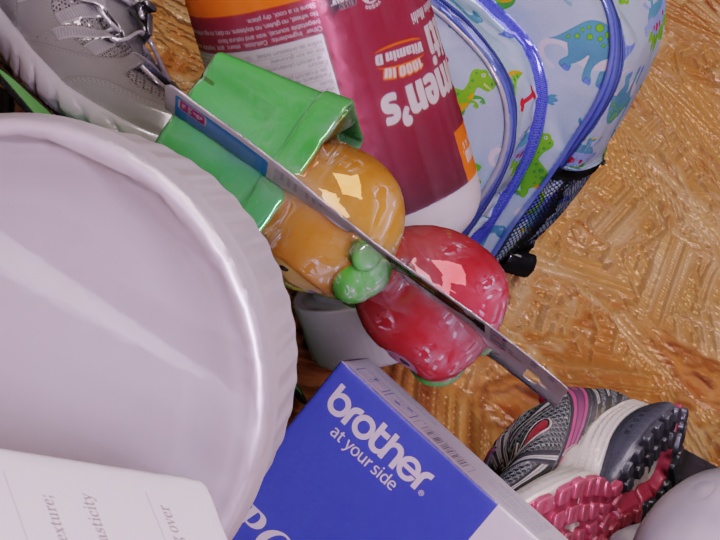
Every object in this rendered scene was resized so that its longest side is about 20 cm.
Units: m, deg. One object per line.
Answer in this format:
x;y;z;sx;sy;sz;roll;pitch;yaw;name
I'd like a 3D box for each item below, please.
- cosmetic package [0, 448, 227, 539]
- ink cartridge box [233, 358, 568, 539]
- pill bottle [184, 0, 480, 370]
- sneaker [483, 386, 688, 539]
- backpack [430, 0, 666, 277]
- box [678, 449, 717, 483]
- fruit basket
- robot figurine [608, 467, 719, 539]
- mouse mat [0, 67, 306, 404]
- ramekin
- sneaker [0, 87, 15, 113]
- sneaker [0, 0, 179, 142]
-0.145;0.167;0.960;0.199;0.167;0.168;13;37;-34;cosmetic package
0.041;0.137;1.246;0.200;0.094;0.044;42;11;13;ink cartridge box
-0.007;-0.063;1.381;0.110;0.109;0.201;-43;120;-59;pill bottle
0.080;0.111;1.360;0.074;0.081;0.200;15;22;25;sneaker
0.046;-0.106;1.490;0.183;0.200;0.147;41;31;9;backpack
0.198;0.181;1.404;0.142;0.036;0.200;29;30;-11;box
0.000;0.000;1.245;0.200;0.094;0.185;42;-2;4;fruit basket
0.192;0.137;1.313;0.169;0.114;0.199;9;10;40;robot figurine
-0.095;-0.018;1.318;0.161;0.008;0.200;48;1;21;mouse mat
-0.115;0.035;1.152;0.202;0.203;0.094;39;19;8;ramekin
-0.204;-0.029;1.249;0.080;0.087;0.200;31;31;-5;sneaker
-0.126;-0.113;1.399;0.200;0.082;0.075;41;-2;30;sneaker
